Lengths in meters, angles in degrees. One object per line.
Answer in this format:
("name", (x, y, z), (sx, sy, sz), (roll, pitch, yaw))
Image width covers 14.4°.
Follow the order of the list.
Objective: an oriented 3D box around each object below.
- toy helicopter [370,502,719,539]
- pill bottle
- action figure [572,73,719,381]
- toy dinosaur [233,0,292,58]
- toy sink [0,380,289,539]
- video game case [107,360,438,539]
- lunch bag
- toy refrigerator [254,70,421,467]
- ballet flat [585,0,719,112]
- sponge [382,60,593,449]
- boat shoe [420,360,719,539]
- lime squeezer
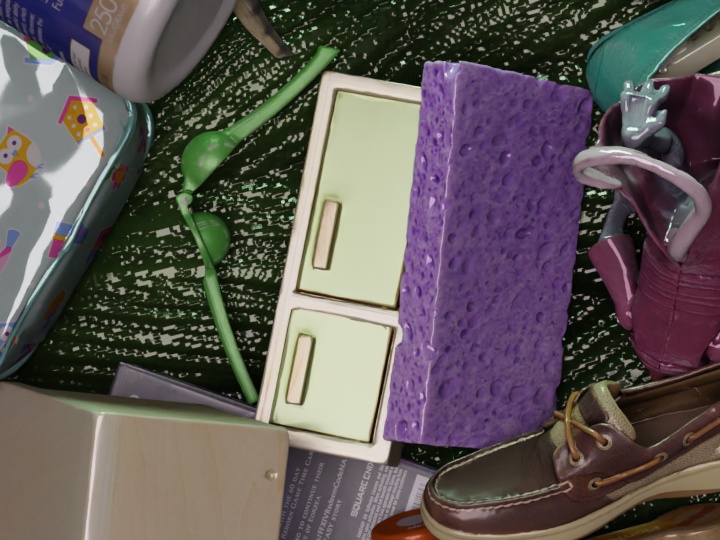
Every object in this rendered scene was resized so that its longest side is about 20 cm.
("toy helicopter", (0.109, 0.158, 1.492), (0.200, 0.132, 0.079), (-15, 100, -12))
("pill bottle", (-0.166, -0.184, 1.494), (0.200, 0.116, 0.116), (32, 94, 11))
("action figure", (0.178, -0.002, 1.468), (0.134, 0.149, 0.200), (15, 124, 16))
("toy dinosaur", (-0.098, -0.209, 1.557), (0.088, 0.047, 0.200), (-10, 92, 1))
("toy sink", (-0.121, 0.133, 1.496), (0.112, 0.200, 0.130), (6, 89, -22))
("video game case", (-0.061, 0.149, 1.564), (0.200, 0.019, 0.143), (19, 92, 8))
("lunch bag", (-0.216, -0.051, 1.555), (0.160, 0.077, 0.200), (30, 94, 8))
("toy refrigerator", (0.000, 0.000, 1.521), (0.076, 0.070, 0.200), (11, 87, 7))
("ballet flat", (0.213, -0.135, 1.500), (0.200, 0.067, 0.070), (-35, 55, 11))
("sponge", (0.069, -0.005, 1.504), (0.030, 0.112, 0.200), (7, 90, 44))
("boat shoe", (0.125, 0.086, 1.464), (0.200, 0.072, 0.072), (-13, 125, -2))
("lime squeezer", (-0.069, -0.031, 1.561), (0.071, 0.038, 0.200), (13, 89, -21))
